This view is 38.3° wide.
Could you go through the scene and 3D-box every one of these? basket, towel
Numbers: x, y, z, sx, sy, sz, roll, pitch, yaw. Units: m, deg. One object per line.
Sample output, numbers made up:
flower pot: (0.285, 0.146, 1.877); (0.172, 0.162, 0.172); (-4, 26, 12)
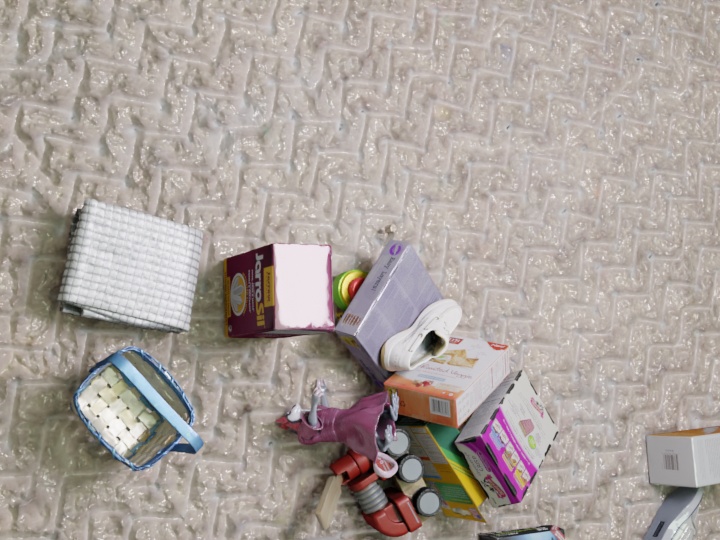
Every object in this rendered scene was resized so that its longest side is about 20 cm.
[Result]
basket: (-0.317, 0.190, 1.455); (0.139, 0.200, 0.177); (-45, 106, -26)
towel: (-0.343, -0.001, 1.535); (0.199, 0.085, 0.166); (14, 79, -29)

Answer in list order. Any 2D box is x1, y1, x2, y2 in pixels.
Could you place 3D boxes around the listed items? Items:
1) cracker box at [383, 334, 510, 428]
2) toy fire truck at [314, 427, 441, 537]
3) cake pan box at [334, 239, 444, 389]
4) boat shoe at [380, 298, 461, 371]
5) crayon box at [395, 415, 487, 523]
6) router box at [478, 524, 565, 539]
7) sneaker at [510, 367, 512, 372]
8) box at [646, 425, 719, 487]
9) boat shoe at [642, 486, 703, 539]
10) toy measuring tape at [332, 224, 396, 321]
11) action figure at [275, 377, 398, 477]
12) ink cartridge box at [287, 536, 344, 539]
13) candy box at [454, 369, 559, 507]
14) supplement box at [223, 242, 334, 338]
cracker box: (0.146, 0.177, 1.711); (0.200, 0.133, 0.058); (-34, 125, -50)
toy fire truck: (0.013, 0.364, 1.675); (0.199, 0.129, 0.177); (-30, 99, -17)
cake pan box: (0.058, 0.075, 1.724); (0.200, 0.052, 0.184); (-59, 141, -21)
boat shoe: (0.118, 0.114, 1.715); (0.200, 0.069, 0.071); (-37, 128, -40)
crayon box: (0.142, 0.325, 1.739); (0.052, 0.126, 0.200); (-38, 103, -28)
router box: (0.290, 0.558, 1.829); (0.149, 0.062, 0.201); (0, 84, -28)
sneaker: (0.189, 0.202, 1.818); (0.199, 0.078, 0.083); (-15, 87, -39)
box: (0.681, 0.363, 2.036); (0.199, 0.124, 0.098); (-1, 84, -30)
boat shoe: (0.619, 0.511, 2.013); (0.086, 0.075, 0.202); (46, 67, -16)
toy measuring tape: (0.000, 0.000, 1.735); (0.073, 0.073, 0.201); (29, 71, -23)
action figure: (-0.036, 0.247, 1.638); (0.134, 0.199, 0.150); (-15, 97, -72)
ink cartridge box: (-0.103, 0.493, 1.569); (0.199, 0.144, 0.148); (1, 84, -28)
candy box: (0.247, 0.278, 1.729); (0.137, 0.061, 0.200); (59, 40, -11)
supplement box: (-0.128, 0.036, 1.582); (0.103, 0.200, 0.132); (2, 81, -29)
